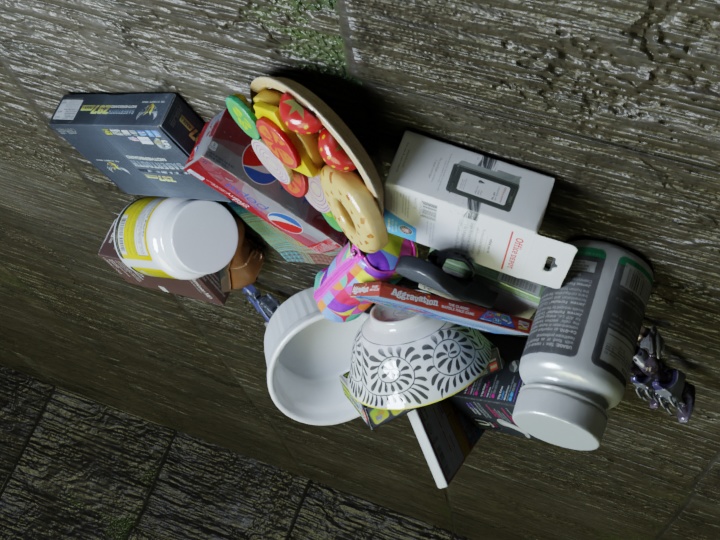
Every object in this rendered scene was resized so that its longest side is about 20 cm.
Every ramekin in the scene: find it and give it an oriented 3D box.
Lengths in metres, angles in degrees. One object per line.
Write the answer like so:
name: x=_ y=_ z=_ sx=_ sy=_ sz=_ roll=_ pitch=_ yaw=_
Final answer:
ramekin: x=-0.048 y=0.119 z=1.421 sx=0.200 sy=0.201 sz=0.098 roll=37 pitch=-166 yaw=-33

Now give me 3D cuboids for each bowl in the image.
bowl: x=0.065 y=0.087 z=1.272 sx=0.199 sy=0.200 sz=0.095 roll=3 pitch=120 yaw=40

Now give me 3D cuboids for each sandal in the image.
sandal: x=0.096 y=0.002 z=1.043 sx=0.076 sy=0.043 sz=0.200 roll=23 pitch=-178 yaw=24

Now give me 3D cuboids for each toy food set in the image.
toy food set: x=-0.051 y=-0.112 z=0.985 sx=0.197 sy=0.049 sz=0.201 roll=27 pitch=156 yaw=52

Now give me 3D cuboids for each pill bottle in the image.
pill bottle: x=0.235 y=0.079 z=1.028 sx=0.112 sy=0.202 sz=0.113 roll=19 pitch=159 yaw=8
pill bottle: x=-0.250 y=-0.046 z=1.307 sx=0.114 sy=0.115 sz=0.199 roll=35 pitch=164 yaw=-30

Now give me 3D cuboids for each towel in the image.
towel: x=-0.097 y=-0.060 z=1.279 sx=0.146 sy=0.022 sz=0.200 roll=6 pitch=153 yaw=38

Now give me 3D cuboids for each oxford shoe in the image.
oxford shoe: x=-0.173 y=-0.030 z=1.390 sx=0.070 sy=0.072 sz=0.200 roll=-9 pitch=160 yaw=-10

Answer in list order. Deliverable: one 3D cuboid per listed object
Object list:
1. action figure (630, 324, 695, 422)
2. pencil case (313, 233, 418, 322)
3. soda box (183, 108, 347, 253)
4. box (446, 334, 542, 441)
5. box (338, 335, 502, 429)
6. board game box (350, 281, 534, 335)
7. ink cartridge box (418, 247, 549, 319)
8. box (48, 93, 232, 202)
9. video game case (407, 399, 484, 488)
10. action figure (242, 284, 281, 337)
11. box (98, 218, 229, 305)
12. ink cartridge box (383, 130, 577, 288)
action figure: x=0.332 y=0.107 z=1.186 sx=0.199 sy=0.070 sz=0.130 roll=38 pitch=160 yaw=-27
pencil case: x=0.000 y=0.000 z=1.217 sx=0.088 sy=0.089 sz=0.200 roll=25 pitch=152 yaw=-8
soda box: x=-0.099 y=-0.099 z=1.118 sx=0.199 sy=0.071 sz=0.063 roll=33 pitch=156 yaw=-23
box: x=0.238 y=0.169 z=1.370 sx=0.198 sy=0.107 sz=0.122 roll=5 pitch=151 yaw=39
box: x=0.080 y=0.138 z=1.311 sx=0.110 sy=0.198 sz=0.035 roll=40 pitch=151 yaw=63
board game box: x=0.096 y=0.045 z=1.133 sx=0.198 sy=0.020 sz=0.103 roll=15 pitch=172 yaw=-18
ink cartridge box: x=0.145 y=0.027 z=1.210 sx=0.144 sy=0.048 sz=0.200 roll=21 pitch=157 yaw=4
box: x=-0.260 y=-0.150 z=1.186 sx=0.198 sy=0.051 sz=0.158 roll=8 pitch=155 yaw=33
video game case: x=0.125 y=0.206 z=1.403 sx=0.017 sy=0.200 sz=0.144 roll=-20 pitch=97 yaw=28
action figure: x=-0.104 y=0.083 z=1.578 sx=0.200 sy=0.104 sz=0.194 roll=49 pitch=153 yaw=8
box: x=-0.302 y=-0.014 z=1.527 sx=0.198 sy=0.076 sz=0.100 roll=10 pitch=155 yaw=26
ink cartridge box: x=0.127 y=-0.060 z=0.989 sx=0.198 sy=0.068 sz=0.116 roll=20 pitch=160 yaw=9
